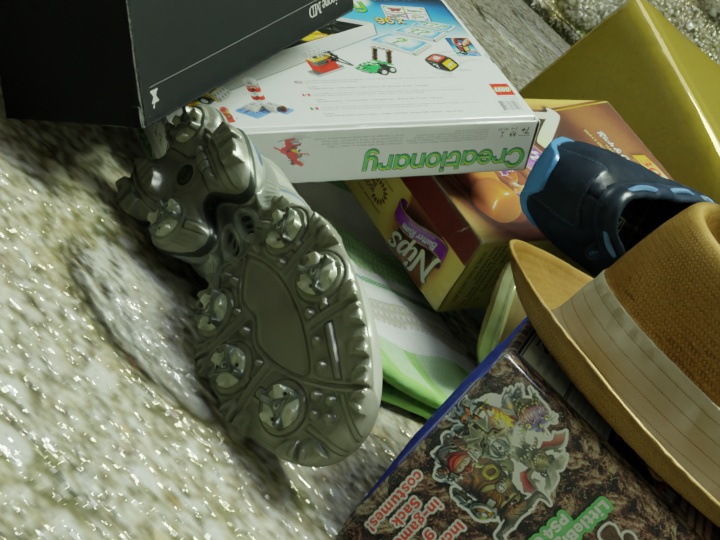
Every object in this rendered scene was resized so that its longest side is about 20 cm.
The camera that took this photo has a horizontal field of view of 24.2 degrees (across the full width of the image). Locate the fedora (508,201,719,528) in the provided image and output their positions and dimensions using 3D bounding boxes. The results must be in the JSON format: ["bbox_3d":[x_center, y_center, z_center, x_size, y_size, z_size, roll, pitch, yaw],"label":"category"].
[{"bbox_3d":[0.148,0.033,0.668,0.200,0.082,0.201,40,16,-13],"label":"fedora"}]

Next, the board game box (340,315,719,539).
[{"bbox_3d":[0.109,0.121,0.684,0.200,0.097,0.159,44,15,5],"label":"board game box"}]

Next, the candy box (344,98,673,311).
[{"bbox_3d":[0.095,-0.042,0.949,0.198,0.057,0.117,-3,47,-43],"label":"candy box"}]

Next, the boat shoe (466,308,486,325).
[{"bbox_3d":[0.070,-0.033,1.048,0.200,0.071,0.091,46,15,12],"label":"boat shoe"}]

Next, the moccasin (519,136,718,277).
[{"bbox_3d":[0.158,-0.008,0.883,0.199,0.081,0.068,14,13,-47],"label":"moccasin"}]

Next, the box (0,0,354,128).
[{"bbox_3d":[-0.082,-0.161,0.752,0.078,0.143,0.200,3,23,26],"label":"box"}]

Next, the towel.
[{"bbox_3d":[0.000,0.000,0.861,0.149,0.031,0.201,25,23,-47],"label":"towel"}]

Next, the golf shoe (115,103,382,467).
[{"bbox_3d":[-0.025,0.011,0.693,0.097,0.078,0.201,37,16,-42],"label":"golf shoe"}]

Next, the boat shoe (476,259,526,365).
[{"bbox_3d":[0.120,0.043,0.886,0.063,0.074,0.200,16,-9,28],"label":"boat shoe"}]

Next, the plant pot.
[{"bbox_3d":[0.194,-0.020,1.119,0.195,0.194,0.201,22,34,-54],"label":"plant pot"}]

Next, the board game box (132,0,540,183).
[{"bbox_3d":[-0.023,-0.094,0.858,0.198,0.035,0.127,-4,39,-23],"label":"board game box"}]
